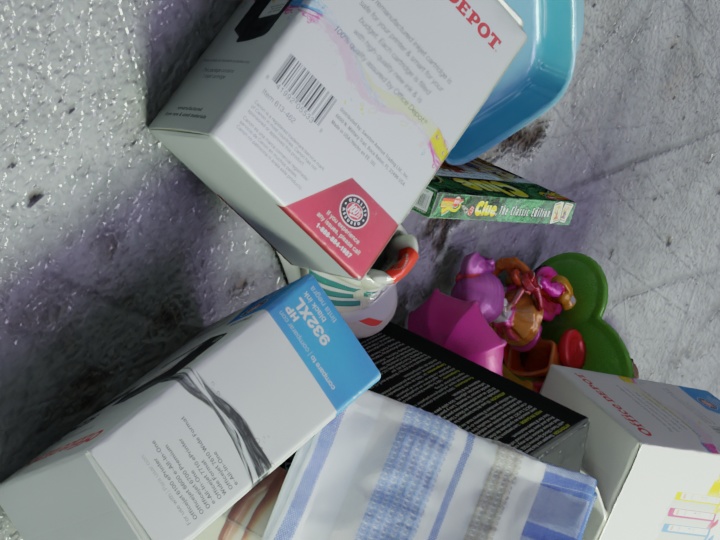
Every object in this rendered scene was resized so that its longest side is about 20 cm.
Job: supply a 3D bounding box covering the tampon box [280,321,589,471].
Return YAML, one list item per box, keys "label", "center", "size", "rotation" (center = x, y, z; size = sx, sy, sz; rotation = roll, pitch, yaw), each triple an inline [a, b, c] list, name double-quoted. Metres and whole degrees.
- label: "tampon box"
  center: [0.042, 0.150, 1.408]
  size: [0.126, 0.200, 0.150]
  rotation: [-25, 131, -46]

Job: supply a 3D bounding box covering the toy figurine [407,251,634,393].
- label: "toy figurine"
  center: [0.115, 0.050, 1.539]
  size: [0.184, 0.150, 0.201]
  rotation: [31, 64, -50]

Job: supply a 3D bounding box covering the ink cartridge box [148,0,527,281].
- label: "ink cartridge box"
  center: [-0.010, -0.118, 1.201]
  size: [0.146, 0.083, 0.200]
  rotation: [44, 72, -29]

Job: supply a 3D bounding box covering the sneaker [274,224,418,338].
- label: "sneaker"
  center: [0.000, -0.001, 1.339]
  size: [0.070, 0.093, 0.200]
  rotation: [-53, 147, -18]

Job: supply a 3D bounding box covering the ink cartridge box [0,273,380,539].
- label: "ink cartridge box"
  center: [-0.108, 0.102, 1.192]
  size: [0.200, 0.145, 0.084]
  rotation: [-38, 98, -36]

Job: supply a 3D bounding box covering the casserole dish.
- label: "casserole dish"
  center: [0.096, -0.157, 1.413]
  size: [0.200, 0.039, 0.122]
  rotation: [-34, 132, -40]

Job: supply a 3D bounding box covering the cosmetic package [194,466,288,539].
- label: "cosmetic package"
  center: [-0.028, 0.213, 1.296]
  size: [0.087, 0.200, 0.103]
  rotation: [-64, 176, 23]

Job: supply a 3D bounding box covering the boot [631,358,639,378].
- label: "boot"
  center: [0.193, 0.125, 1.768]
  size: [0.167, 0.072, 0.200]
  rotation: [-66, 150, -20]

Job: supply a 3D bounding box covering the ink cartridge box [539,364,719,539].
- label: "ink cartridge box"
  center: [0.211, 0.163, 1.485]
  size: [0.199, 0.129, 0.126]
  rotation: [11, 109, -33]

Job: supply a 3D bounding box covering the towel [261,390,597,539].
- label: "towel"
  center: [0.044, 0.161, 1.250]
  size: [0.024, 0.199, 0.147]
  rotation: [106, 7, -62]

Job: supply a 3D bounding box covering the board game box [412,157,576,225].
- label: "board game box"
  center: [0.065, -0.063, 1.381]
  size: [0.200, 0.105, 0.024]
  rotation: [0, 115, -57]
